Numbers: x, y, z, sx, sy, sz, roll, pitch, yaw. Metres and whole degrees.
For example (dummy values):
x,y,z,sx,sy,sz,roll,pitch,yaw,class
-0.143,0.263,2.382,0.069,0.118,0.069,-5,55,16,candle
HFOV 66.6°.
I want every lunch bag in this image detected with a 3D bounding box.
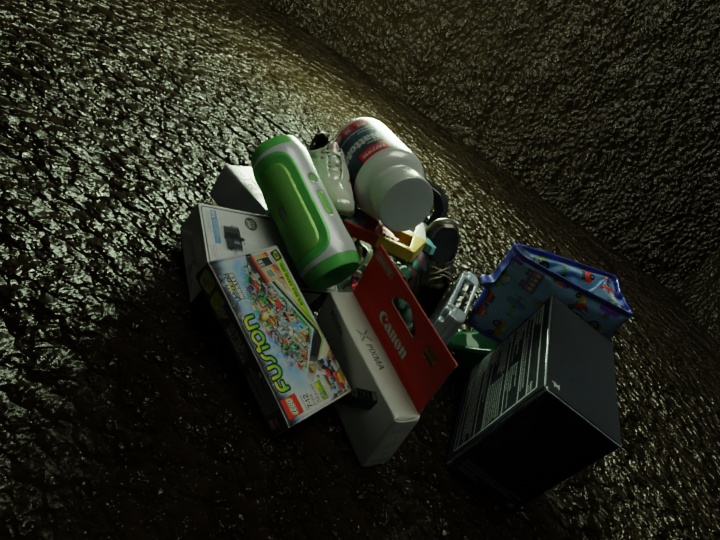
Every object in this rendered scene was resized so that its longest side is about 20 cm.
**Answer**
x,y,z,sx,sy,sz,roll,pitch,yaw,class
0.267,0.055,0.823,0.197,0.152,0.095,21,36,-8,lunch bag

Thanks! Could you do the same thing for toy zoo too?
x,y,z,sx,sy,sz,roll,pitch,yaw,class
0.031,-0.074,0.889,0.197,0.021,0.132,24,28,3,toy zoo

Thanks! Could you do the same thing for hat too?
x,y,z,sx,sy,sz,roll,pitch,yaw,class
0.230,0.208,0.939,0.197,0.180,0.165,3,5,28,hat

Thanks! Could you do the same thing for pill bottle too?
x,y,z,sx,sy,sz,roll,pitch,yaw,class
0.034,-0.153,0.876,0.118,0.121,0.201,18,25,-34,pill bottle

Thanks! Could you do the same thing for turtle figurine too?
x,y,z,sx,sy,sz,roll,pitch,yaw,class
0.034,0.030,0.838,0.149,0.101,0.201,38,44,-7,turtle figurine

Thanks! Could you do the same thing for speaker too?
x,y,z,sx,sy,sz,roll,pitch,yaw,class
-0.076,-0.078,0.735,0.088,0.088,0.202,-5,63,-55,speaker

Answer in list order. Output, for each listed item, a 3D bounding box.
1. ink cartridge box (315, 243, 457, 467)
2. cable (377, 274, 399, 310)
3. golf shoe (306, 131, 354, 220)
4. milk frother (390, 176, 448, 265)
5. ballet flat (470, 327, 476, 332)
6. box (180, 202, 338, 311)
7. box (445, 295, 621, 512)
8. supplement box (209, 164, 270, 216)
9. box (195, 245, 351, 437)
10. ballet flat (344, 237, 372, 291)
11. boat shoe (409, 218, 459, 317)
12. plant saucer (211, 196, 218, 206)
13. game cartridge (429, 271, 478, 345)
x,y,z,sx,sy,sz,roll,pitch,yaw,class
0.013,0.097,0.659,0.043,0.175,0.201,2,41,-34,ink cartridge box
0.047,0.084,0.755,0.049,0.203,0.097,-7,26,-9,cable
-0.054,-0.146,0.834,0.071,0.093,0.201,2,30,-22,golf shoe
0.059,-0.089,1.064,0.187,0.181,0.200,37,47,3,milk frother
0.297,0.166,1.044,0.200,0.068,0.067,45,19,12,ballet flat
-0.134,-0.013,0.744,0.198,0.060,0.118,9,54,-41,box
0.235,0.180,0.748,0.122,0.199,0.201,35,37,-2,box
-0.130,-0.109,0.883,0.109,0.061,0.199,47,26,19,supplement box
-0.099,0.075,0.637,0.109,0.035,0.202,-18,76,-51,box
0.000,0.000,0.938,0.067,0.063,0.201,24,29,-26,ballet flat
0.137,0.002,0.964,0.073,0.202,0.074,-2,42,-11,boat shoe
-0.153,-0.064,0.884,0.198,0.032,0.201,30,26,-16,plant saucer
0.130,0.086,0.879,0.041,0.134,0.200,38,26,4,game cartridge
